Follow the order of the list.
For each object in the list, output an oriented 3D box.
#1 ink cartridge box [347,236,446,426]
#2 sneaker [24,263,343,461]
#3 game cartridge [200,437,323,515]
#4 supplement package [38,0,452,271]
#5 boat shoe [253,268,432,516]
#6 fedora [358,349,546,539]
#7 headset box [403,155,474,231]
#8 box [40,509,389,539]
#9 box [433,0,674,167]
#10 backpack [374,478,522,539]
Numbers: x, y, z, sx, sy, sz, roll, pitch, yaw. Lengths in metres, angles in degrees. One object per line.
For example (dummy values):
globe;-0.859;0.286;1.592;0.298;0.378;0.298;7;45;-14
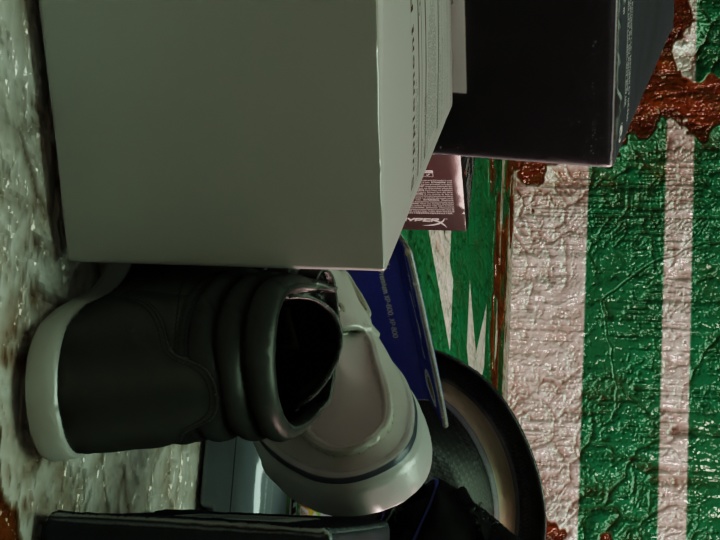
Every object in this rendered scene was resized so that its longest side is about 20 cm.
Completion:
ink cartridge box;0.000;0.000;0.823;0.200;0.037;0.095;-123;-162;-65
sneaker;-0.050;0.017;0.611;0.200;0.098;0.071;-67;154;-69
game cartridge;-0.043;0.090;0.856;0.200;0.040;0.135;58;31;-73
supplement package;-0.034;-0.091;0.618;0.200;0.120;0.121;-65;155;-66
boat shoe;-0.026;0.026;0.691;0.200;0.071;0.066;-116;-173;-55
fedora;0.021;0.152;0.980;0.091;0.199;0.202;-17;111;-48
headset box;0.049;-0.152;1.238;0.201;0.077;0.150;79;15;-49
box;-0.053;0.193;0.596;0.148;0.106;0.202;44;48;-78
box;0.051;-0.148;0.804;0.199;0.198;0.124;-56;147;-56
backpack;0.008;0.225;0.771;0.183;0.134;0.200;-52;-175;35
